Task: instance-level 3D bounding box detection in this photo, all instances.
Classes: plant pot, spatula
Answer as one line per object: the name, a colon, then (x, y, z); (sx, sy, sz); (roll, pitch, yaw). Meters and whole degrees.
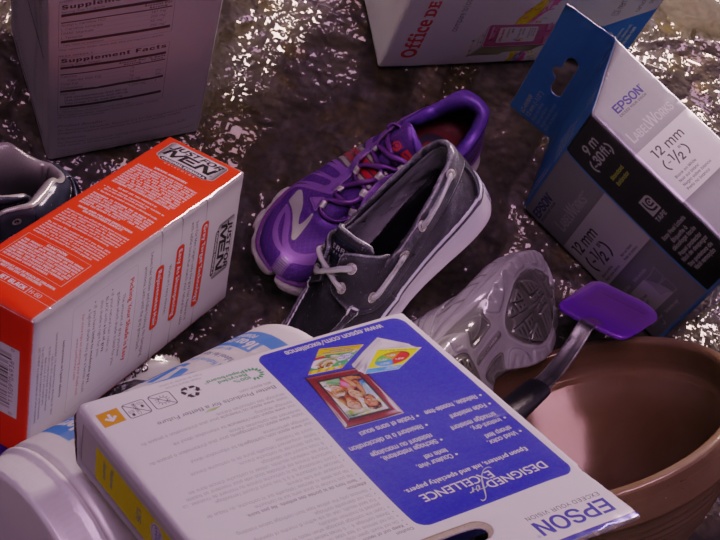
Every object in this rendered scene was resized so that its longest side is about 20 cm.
plant pot: (0.147, 0.128, 0.944); (0.201, 0.201, 0.093); (-25, 111, -21)
spatula: (0.124, 0.061, 0.968); (0.056, 0.021, 0.200); (27, 47, 27)

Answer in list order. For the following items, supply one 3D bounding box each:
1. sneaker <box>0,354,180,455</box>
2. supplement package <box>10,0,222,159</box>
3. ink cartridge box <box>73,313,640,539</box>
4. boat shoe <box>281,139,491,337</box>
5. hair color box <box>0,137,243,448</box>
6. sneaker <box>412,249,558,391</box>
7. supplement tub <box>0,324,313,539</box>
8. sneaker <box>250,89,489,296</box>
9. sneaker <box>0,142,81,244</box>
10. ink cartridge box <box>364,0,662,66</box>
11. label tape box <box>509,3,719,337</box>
sneaker: (-0.184, 0.126, 0.911); (0.200, 0.070, 0.100); (-20, 75, -19)
supplement package: (-0.160, -0.173, 0.973); (0.109, 0.200, 0.114); (-13, 71, -17)
ink cartridge box: (-0.006, 0.104, 0.731); (0.197, 0.047, 0.200); (-14, 37, -31)
boat shoe: (0.000, 0.000, 0.962); (0.200, 0.068, 0.072); (-45, 46, -6)
hair color box: (-0.152, 0.010, 0.895); (0.061, 0.102, 0.200); (26, 37, 19)
sneaker: (0.057, 0.045, 0.995); (0.200, 0.099, 0.078); (-38, 116, -45)
supplement tub: (-0.099, 0.123, 0.842); (0.200, 0.132, 0.132); (-25, 74, -35)
sneaker: (0.007, -0.063, 1.027); (0.200, 0.083, 0.081); (-40, 80, -23)
sneaker: (-0.244, 0.012, 0.899); (0.077, 0.146, 0.202); (36, 61, 24)
ink cartridge box: (0.112, -0.216, 1.081); (0.200, 0.145, 0.085); (-4, 69, -14)
label tape box: (0.174, -0.064, 1.029); (0.200, 0.143, 0.066); (44, 65, 8)
